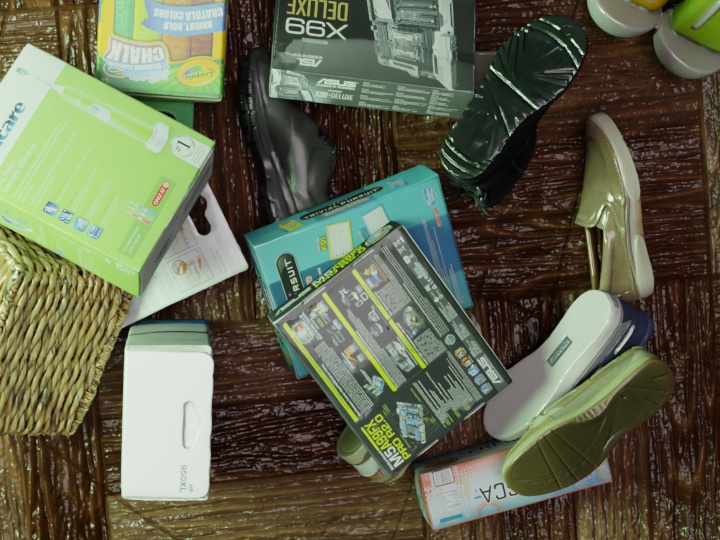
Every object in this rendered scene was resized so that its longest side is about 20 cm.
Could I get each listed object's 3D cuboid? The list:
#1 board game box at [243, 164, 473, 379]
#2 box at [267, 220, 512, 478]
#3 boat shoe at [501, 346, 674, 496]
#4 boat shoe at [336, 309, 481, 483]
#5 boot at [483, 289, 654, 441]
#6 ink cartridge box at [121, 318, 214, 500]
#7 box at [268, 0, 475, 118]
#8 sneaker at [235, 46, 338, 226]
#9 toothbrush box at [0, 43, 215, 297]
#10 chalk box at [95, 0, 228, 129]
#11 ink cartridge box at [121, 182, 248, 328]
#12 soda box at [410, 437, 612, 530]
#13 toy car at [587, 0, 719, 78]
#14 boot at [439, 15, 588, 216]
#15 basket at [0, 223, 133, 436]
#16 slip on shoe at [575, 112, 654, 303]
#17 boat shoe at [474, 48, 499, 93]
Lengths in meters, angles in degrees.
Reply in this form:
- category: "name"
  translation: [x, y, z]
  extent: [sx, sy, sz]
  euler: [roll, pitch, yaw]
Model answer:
- category: "board game box"
  translation: [0.000, 0.000, 1.461]
  extent: [0.199, 0.047, 0.152]
  euler: [-22, 113, -11]
- category: "box"
  translation: [0.030, 0.077, 1.426]
  extent: [0.160, 0.044, 0.200]
  euler: [-38, 103, -4]
- category: "boat shoe"
  translation: [0.224, 0.151, 1.468]
  extent: [0.200, 0.063, 0.073]
  euler: [-40, 114, 0]
- category: "boat shoe"
  translation: [0.061, 0.131, 1.504]
  extent: [0.068, 0.075, 0.200]
  euler: [42, 88, -27]
- category: "boot"
  translation: [0.221, 0.111, 1.517]
  extent: [0.090, 0.073, 0.200]
  euler: [22, 119, -42]
- category: "ink cartridge box"
  translation: [-0.186, 0.130, 1.403]
  extent: [0.084, 0.200, 0.146]
  euler: [1, 94, -7]
- category: "box"
  translation: [0.013, -0.237, 1.430]
  extent: [0.199, 0.050, 0.158]
  euler: [7, 61, -5]
- category: "sneaker"
  translation: [-0.071, -0.131, 1.467]
  extent: [0.090, 0.076, 0.201]
  euler: [-16, 106, -12]
- category: "toothbrush box"
  translation: [-0.255, -0.092, 1.336]
  extent: [0.199, 0.086, 0.146]
  euler: [28, 71, -1]
- category: "chalk box"
  translation: [-0.192, -0.222, 1.411]
  extent: [0.124, 0.124, 0.201]
  euler: [2, 95, -7]
- category: "ink cartridge box"
  translation: [-0.230, -0.036, 1.441]
  extent: [0.199, 0.050, 0.163]
  euler: [-25, 97, 8]
- category: "soda box"
  translation: [0.157, 0.212, 1.518]
  extent: [0.199, 0.068, 0.064]
  euler: [-14, 94, -5]
- category: "toy car"
  translation: [0.340, -0.308, 1.467]
  extent: [0.199, 0.175, 0.150]
  euler: [30, 54, -8]
- category: "boot"
  translation: [0.153, -0.148, 1.424]
  extent: [0.073, 0.162, 0.199]
  euler: [38, 92, 14]
- category: "basket"
  translation: [-0.338, 0.051, 1.419]
  extent: [0.149, 0.143, 0.201]
  euler: [3, 117, -48]
- category: "slip on shoe"
  translation: [0.254, -0.061, 1.507]
  extent: [0.060, 0.076, 0.201]
  euler: [-15, 104, -8]
- category: "boat shoe"
  translation: [0.114, -0.198, 1.485]
  extent: [0.199, 0.057, 0.067]
  euler: [2, 67, -3]
